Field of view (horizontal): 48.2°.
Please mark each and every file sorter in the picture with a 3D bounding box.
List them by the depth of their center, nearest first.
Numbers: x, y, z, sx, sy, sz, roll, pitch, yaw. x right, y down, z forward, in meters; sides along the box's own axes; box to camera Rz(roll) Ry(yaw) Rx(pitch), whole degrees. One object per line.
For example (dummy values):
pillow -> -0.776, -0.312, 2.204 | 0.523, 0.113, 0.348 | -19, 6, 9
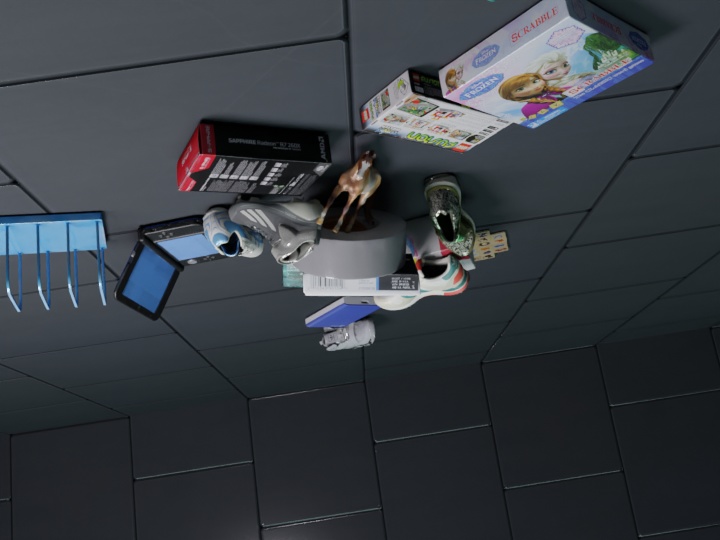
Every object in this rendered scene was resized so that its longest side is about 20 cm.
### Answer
file sorter -> -0.518, -0.008, 1.314 | 0.195, 0.126, 0.139 | -4, 162, -16

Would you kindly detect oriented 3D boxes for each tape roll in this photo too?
tape roll -> -0.020, -0.049, 1.352 | 0.195, 0.068, 0.201 | 1, -160, -1

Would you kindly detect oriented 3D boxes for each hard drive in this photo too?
hard drive -> -0.041, 0.110, 2.119 | 0.130, 0.026, 0.199 | 2, 160, -34

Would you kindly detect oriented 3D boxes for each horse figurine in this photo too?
horse figurine -> -0.006, -0.123, 1.248 | 0.049, 0.134, 0.200 | 31, -172, 12

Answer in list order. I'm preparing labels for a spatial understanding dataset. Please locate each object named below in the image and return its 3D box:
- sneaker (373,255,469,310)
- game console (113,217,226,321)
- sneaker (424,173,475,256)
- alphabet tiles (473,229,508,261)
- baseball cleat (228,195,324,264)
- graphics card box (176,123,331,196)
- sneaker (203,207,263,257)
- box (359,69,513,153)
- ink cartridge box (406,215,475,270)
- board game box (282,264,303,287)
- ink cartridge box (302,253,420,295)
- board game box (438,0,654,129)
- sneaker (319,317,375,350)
sneaker -> 0.105, 0.014, 1.543 | 0.196, 0.072, 0.094 | -14, 142, 22
game console -> -0.331, 0.002, 1.452 | 0.167, 0.121, 0.200 | -10, 164, 5
sneaker -> 0.154, -0.074, 1.417 | 0.075, 0.090, 0.201 | -8, 142, 20
alphabet tiles -> 0.243, -0.049, 1.781 | 0.163, 0.006, 0.200 | -12, 163, 10
baseball cleat -> -0.143, -0.065, 1.278 | 0.197, 0.109, 0.069 | -1, 168, 41
graphics card box -> -0.152, -0.154, 1.150 | 0.196, 0.052, 0.125 | 1, 161, -27
sneaker -> -0.222, -0.050, 1.421 | 0.070, 0.074, 0.200 | -13, 164, 11
box -> 0.107, -0.214, 1.113 | 0.197, 0.036, 0.109 | 5, 159, -39
ink cartridge box -> 0.118, -0.040, 1.601 | 0.196, 0.088, 0.148 | -11, 161, 15
board game box -> -0.048, -0.023, 1.506 | 0.195, 0.028, 0.137 | 4, 130, -4
ink cartridge box -> 0.000, 0.000, 1.402 | 0.193, 0.044, 0.200 | -1, -168, -2
board game box -> 0.236, -0.259, 1.023 | 0.197, 0.042, 0.198 | 6, 157, -41
sneaker -> -0.038, 0.185, 2.277 | 0.113, 0.077, 0.199 | -4, 166, -26
